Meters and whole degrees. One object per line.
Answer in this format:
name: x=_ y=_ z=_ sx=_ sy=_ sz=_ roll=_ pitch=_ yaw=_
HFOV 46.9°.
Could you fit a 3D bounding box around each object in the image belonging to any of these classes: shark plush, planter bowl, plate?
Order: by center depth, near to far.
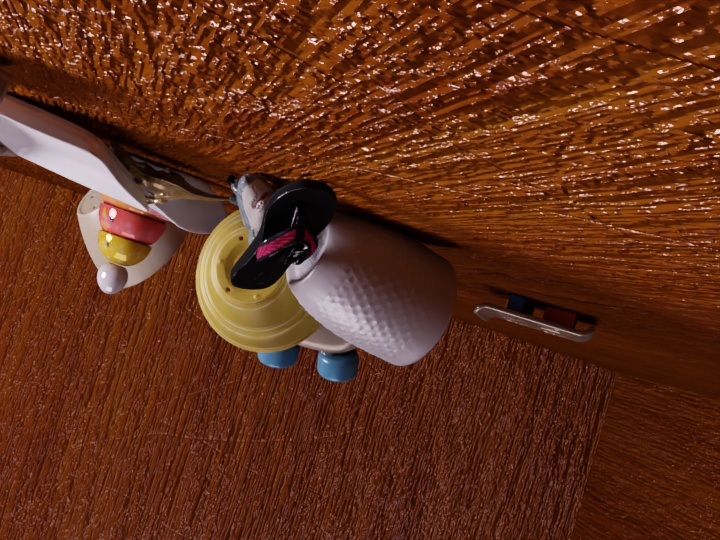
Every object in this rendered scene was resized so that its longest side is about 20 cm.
plate: x=-0.353 y=-0.146 z=0.967 sx=0.198 sy=0.033 sz=0.200 roll=23 pitch=168 yaw=7
shark plush: x=-0.123 y=-0.090 z=0.992 sx=0.083 sy=0.091 sz=0.200 roll=44 pitch=-176 yaw=-19
planter bowl: x=-0.131 y=0.001 z=1.066 sx=0.198 sy=0.203 sz=0.083 roll=17 pitch=174 yaw=12

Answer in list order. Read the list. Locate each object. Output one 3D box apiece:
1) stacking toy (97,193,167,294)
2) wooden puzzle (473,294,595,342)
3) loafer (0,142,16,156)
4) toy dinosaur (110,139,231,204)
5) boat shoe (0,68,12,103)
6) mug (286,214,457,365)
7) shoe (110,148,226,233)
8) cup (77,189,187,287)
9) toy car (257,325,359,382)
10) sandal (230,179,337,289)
stacking toy: x=-0.373 y=-0.058 z=1.335 sx=0.144 sy=0.202 sz=0.146 roll=17 pitch=177 yaw=1
wooden puzzle: x=0.307 y=0.080 z=1.440 sx=0.198 sy=0.047 sz=0.185 roll=12 pitch=176 yaw=16
loafer: x=-0.490 y=-0.181 z=1.070 sx=0.069 sy=0.071 sz=0.200 roll=9 pitch=178 yaw=-8
toy dinosaur: x=-0.246 y=-0.109 z=1.079 sx=0.199 sy=0.059 sz=0.101 roll=20 pitch=175 yaw=-35
boat shoe: x=-0.385 y=-0.173 z=0.753 sx=0.200 sy=0.071 sz=0.071 roll=9 pitch=161 yaw=47
mug: x=0.000 y=0.000 z=1.019 sx=0.174 sy=0.148 sz=0.201 roll=28 pitch=-158 yaw=-28
shoe: x=-0.285 y=-0.112 z=1.172 sx=0.198 sy=0.072 sz=0.091 roll=25 pitch=176 yaw=-19
cup: x=-0.438 y=-0.089 z=1.534 sx=0.199 sy=0.201 sz=0.144 roll=14 pitch=150 yaw=48
toy car: x=-0.052 y=0.028 z=1.234 sx=0.175 sy=0.186 sz=0.200 roll=11 pitch=-156 yaw=9
sandal: x=-0.080 y=-0.024 z=0.878 sx=0.074 sy=0.045 sz=0.200 roll=8 pitch=143 yaw=-28
